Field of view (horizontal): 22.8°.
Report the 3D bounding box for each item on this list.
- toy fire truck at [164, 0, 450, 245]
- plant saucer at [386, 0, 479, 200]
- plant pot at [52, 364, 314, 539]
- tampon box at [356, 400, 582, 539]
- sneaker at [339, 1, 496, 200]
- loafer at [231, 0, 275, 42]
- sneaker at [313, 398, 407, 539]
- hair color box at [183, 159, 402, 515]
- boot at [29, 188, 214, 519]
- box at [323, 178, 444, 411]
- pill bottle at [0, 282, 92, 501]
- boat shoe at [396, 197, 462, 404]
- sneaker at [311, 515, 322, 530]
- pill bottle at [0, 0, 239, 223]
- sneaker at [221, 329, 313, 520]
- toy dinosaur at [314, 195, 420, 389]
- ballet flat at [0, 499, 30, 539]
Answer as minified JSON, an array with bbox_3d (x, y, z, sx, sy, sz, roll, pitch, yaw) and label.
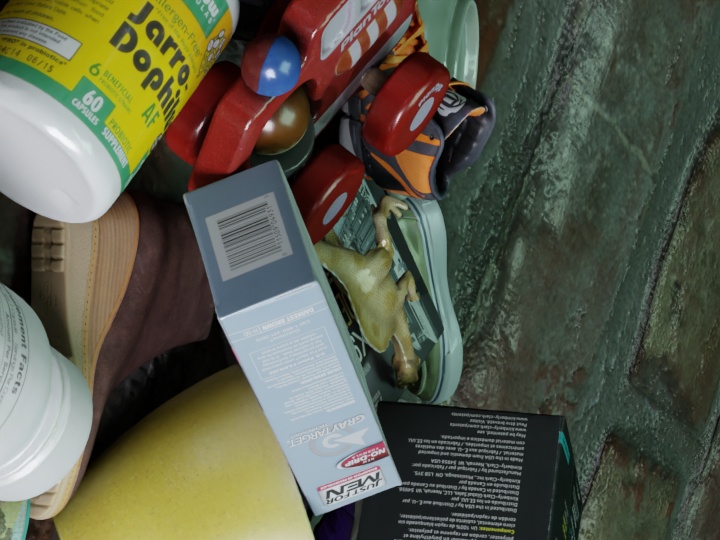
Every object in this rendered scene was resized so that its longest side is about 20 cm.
[{"bbox_3d":[-0.031,-0.117,1.040,0.200,0.112,0.168,-48,166,-19],"label":"toy fire truck"},{"bbox_3d":[0.056,-0.151,1.323,0.200,0.050,0.202,5,90,-79],"label":"plant saucer"},{"bbox_3d":[-0.114,0.178,1.130,0.141,0.200,0.201,-18,128,-12],"label":"plant pot"},{"bbox_3d":[0.067,0.209,1.154,0.150,0.125,0.201,71,26,-57],"label":"tampon box"},{"bbox_3d":[0.037,-0.138,1.161,0.077,0.112,0.201,-30,126,-29],"label":"sneaker"},{"bbox_3d":[-0.053,-0.176,1.172,0.200,0.063,0.072,14,92,-61],"label":"loafer"},{"bbox_3d":[-0.006,0.187,1.297,0.069,0.099,0.201,33,52,-28],"label":"sneaker"},{"bbox_3d":[-0.037,0.043,1.031,0.201,0.060,0.099,68,2,-48],"label":"hair color box"},{"bbox_3d":[-0.144,0.049,1.111,0.166,0.072,0.202,-1,101,-58],"label":"boot"},{"bbox_3d":[-0.017,0.017,1.229,0.159,0.049,0.200,66,25,-12],"label":"box"},{"bbox_3d":[-0.226,0.049,0.928,0.115,0.114,0.200,-66,150,-14],"label":"pill bottle"},{"bbox_3d":[0.035,0.026,1.433,0.062,0.072,0.201,-24,124,-24],"label":"boat shoe"},{"bbox_3d":[-0.061,0.245,1.347,0.200,0.077,0.100,-51,147,-51],"label":"sneaker"},{"bbox_3d":[-0.137,-0.135,0.998,0.201,0.112,0.113,-58,147,-27],"label":"pill bottle"},{"bbox_3d":[-0.068,0.127,1.272,0.200,0.079,0.130,77,31,-56],"label":"sneaker"},{"bbox_3d":[0.000,0.000,1.146,0.200,0.058,0.102,46,35,-44],"label":"toy dinosaur"},{"bbox_3d":[-0.252,0.201,1.013,0.071,0.069,0.201,33,77,-47],"label":"ballet flat"}]
